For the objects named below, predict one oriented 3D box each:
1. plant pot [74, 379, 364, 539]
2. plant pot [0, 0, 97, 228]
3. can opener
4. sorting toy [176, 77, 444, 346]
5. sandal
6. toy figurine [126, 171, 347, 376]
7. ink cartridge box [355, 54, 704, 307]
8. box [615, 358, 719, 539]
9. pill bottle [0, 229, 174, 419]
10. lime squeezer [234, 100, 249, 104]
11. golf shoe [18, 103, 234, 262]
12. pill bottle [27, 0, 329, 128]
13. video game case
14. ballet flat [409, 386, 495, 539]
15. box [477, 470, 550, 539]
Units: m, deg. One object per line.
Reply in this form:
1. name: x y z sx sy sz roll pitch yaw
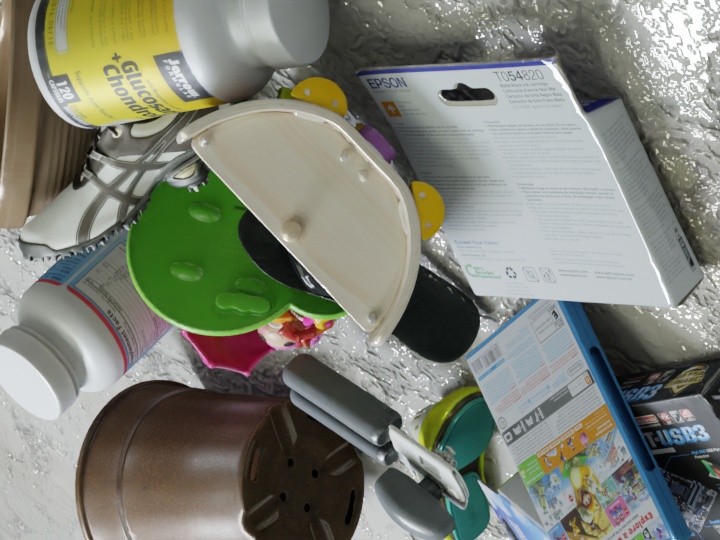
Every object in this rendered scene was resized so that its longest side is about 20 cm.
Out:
1. plant pot: -0.116 0.191 1.920 0.198 0.200 0.201 -8 123 45
2. plant pot: -0.242 -0.131 1.714 0.092 0.202 0.201 4 151 -12
3. can opener: 0.008 0.134 1.694 0.200 0.066 0.053 37 155 36
4. sorting toy: -0.020 -0.065 1.538 0.200 0.107 0.180 46 -174 -6
5. sandal: 0.001 -0.001 1.624 0.200 0.076 0.048 28 179 2
6. toy figurine: -0.080 0.020 1.752 0.199 0.151 0.184 12 158 7
7. ink cartridge box: 0.113 -0.067 1.453 0.199 0.041 0.201 4 131 49
8. box: 0.251 0.159 1.557 0.199 0.050 0.200 52 150 -12
9. pill bottle: -0.216 0.030 1.817 0.108 0.200 0.109 31 148 22
10. lime squeezer: -0.130 -0.200 1.605 0.070 0.038 0.201 -3 133 11
11. golf shoe: -0.186 -0.084 1.644 0.095 0.199 0.078 57 -178 -24
12. pill bottle: -0.127 -0.168 1.518 0.199 0.112 0.112 -8 124 31
13. video game case: 0.154 0.124 1.561 0.143 0.018 0.201 -44 67 55
14. ballet flat: 0.069 0.148 1.758 0.067 0.067 0.201 46 156 33
15. box: 0.183 0.230 1.673 0.200 0.048 0.122 38 164 47
